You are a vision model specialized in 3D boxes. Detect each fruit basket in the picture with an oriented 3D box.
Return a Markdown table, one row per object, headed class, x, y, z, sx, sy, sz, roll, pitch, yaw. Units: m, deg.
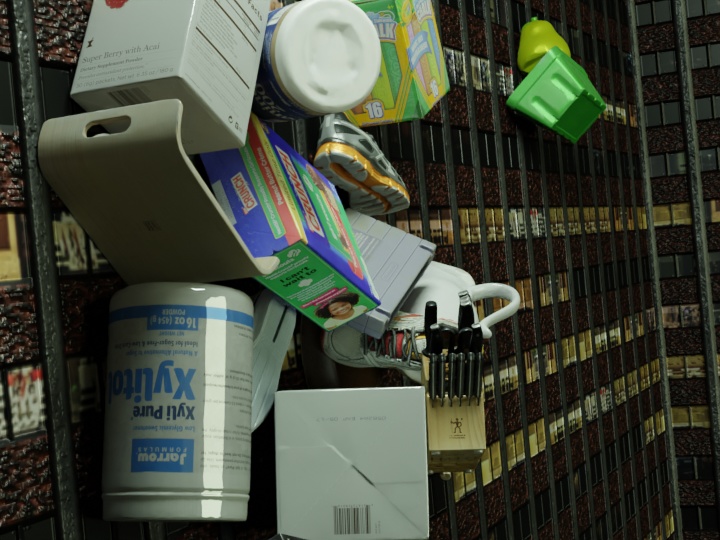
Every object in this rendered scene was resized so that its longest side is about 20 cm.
| class | x | y | z | sx | sy | sz | roll | pitch | yaw |
| --- | --- | --- | --- | --- | --- | --- | --- | --- | --- |
| fruit basket | 0.332 | -0.345 | 2.333 | 0.215 | 0.156 | 0.216 | 39 | 13 | -11 |

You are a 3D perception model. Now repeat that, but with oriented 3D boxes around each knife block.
| class | x | y | z | sx | sy | sz | roll | pitch | yaw |
| --- | --- | --- | --- | --- | --- | --- | --- | --- | --- |
| knife block | 0.100 | 0.125 | 1.447 | 0.200 | 0.063 | 0.177 | 92 | -3 | -71 |

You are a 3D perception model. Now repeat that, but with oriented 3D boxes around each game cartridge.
| class | x | y | z | sx | sy | sz | roll | pitch | yaw |
| --- | --- | --- | --- | --- | --- | --- | --- | --- | --- |
| game cartridge | 0.000 | 0.000 | 1.521 | 0.200 | 0.129 | 0.039 | -52 | 158 | -56 |

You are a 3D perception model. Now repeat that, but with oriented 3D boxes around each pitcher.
| class | x | y | z | sx | sy | sz | roll | pitch | yaw |
| --- | --- | --- | --- | --- | --- | --- | --- | --- | --- |
| pitcher | 0.119 | 0.063 | 1.663 | 0.200 | 0.170 | 0.122 | -74 | 163 | -64 |

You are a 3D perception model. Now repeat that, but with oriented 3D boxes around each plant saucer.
| class | x | y | z | sx | sy | sz | roll | pitch | yaw |
| --- | --- | --- | --- | --- | --- | --- | --- | --- | --- |
| plant saucer | -0.014 | 0.089 | 1.581 | 0.200 | 0.032 | 0.202 | -5 | 90 | -66 |

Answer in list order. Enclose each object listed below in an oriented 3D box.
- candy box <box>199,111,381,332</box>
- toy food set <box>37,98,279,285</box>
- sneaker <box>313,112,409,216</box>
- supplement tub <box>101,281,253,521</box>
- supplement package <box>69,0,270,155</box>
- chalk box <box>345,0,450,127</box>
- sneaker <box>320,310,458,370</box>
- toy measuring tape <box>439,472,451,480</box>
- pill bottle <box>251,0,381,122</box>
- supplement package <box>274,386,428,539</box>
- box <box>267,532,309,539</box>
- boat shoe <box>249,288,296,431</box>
| class | x | y | z | sx | sy | sz | roll | pitch | yaw |
| --- | --- | --- | --- | --- | --- | --- | --- | --- | --- |
| candy box | -0.073 | -0.048 | 1.356 | 0.200 | 0.077 | 0.170 | 37 | 26 | -58 |
| toy food set | -0.172 | -0.061 | 1.133 | 0.200 | 0.143 | 0.061 | 59 | 36 | -43 |
| sneaker | 0.006 | -0.129 | 1.618 | 0.200 | 0.078 | 0.078 | 44 | 37 | -56 |
| supplement tub | -0.159 | 0.118 | 1.141 | 0.132 | 0.131 | 0.202 | 24 | 63 | -62 |
| supplement package | -0.169 | -0.222 | 1.197 | 0.120 | 0.120 | 0.201 | 46 | 44 | -53 |
| chalk box | 0.020 | -0.293 | 1.618 | 0.124 | 0.124 | 0.201 | -50 | 129 | -57 |
| sneaker | 0.051 | 0.078 | 1.501 | 0.082 | 0.198 | 0.079 | -175 | -92 | -73 |
| toy measuring tape | 0.014 | 0.210 | 1.526 | 0.199 | 0.073 | 0.074 | 30 | 54 | -27 |
| pill bottle | -0.071 | -0.207 | 1.304 | 0.110 | 0.200 | 0.112 | -1 | 93 | -28 |
| supplement package | -0.006 | 0.202 | 1.358 | 0.200 | 0.150 | 0.152 | 78 | 10 | -83 |
| box | -0.082 | 0.313 | 1.263 | 0.200 | 0.142 | 0.036 | 34 | 26 | -61 |
| boat shoe | -0.120 | 0.097 | 1.309 | 0.072 | 0.062 | 0.201 | 58 | 34 | -28 |
